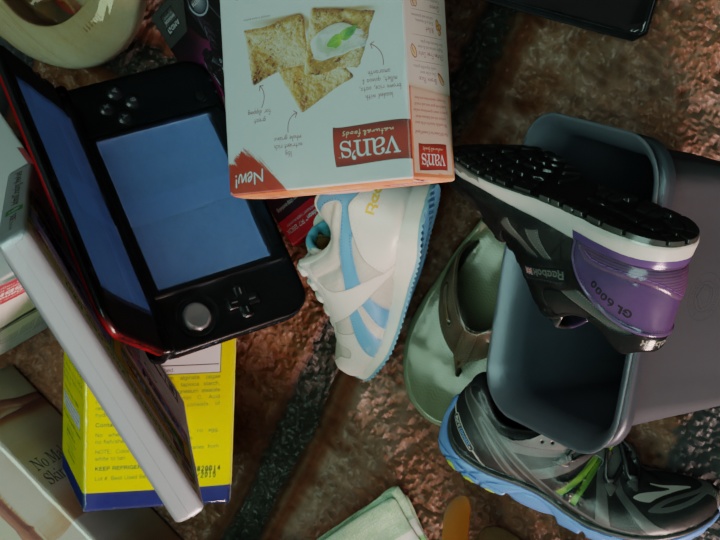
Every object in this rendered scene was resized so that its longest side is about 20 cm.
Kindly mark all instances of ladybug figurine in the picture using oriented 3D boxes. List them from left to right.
[{"bbox_3d":[-0.229,-0.237,1.178,0.136,0.072,0.200,-40,86,20],"label":"ladybug figurine"}]

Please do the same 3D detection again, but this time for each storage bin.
[{"bbox_3d":[0.175,0.005,1.048,0.145,0.134,0.201,23,109,52],"label":"storage bin"}]

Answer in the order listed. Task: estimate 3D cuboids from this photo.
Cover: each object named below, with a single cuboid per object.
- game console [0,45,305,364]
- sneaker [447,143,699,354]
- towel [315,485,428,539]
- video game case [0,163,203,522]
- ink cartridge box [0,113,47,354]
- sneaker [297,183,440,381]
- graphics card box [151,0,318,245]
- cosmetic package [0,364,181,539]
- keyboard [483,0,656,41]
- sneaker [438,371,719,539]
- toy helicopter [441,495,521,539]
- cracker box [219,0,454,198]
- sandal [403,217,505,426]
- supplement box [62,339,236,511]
[{"bbox_3d":[-0.131,-0.054,1.039,0.201,0.172,0.119,66,154,13],"label":"game console"},{"bbox_3d":[0.110,-0.013,0.966,0.200,0.075,0.088,35,124,49],"label":"sneaker"},{"bbox_3d":[0.025,0.276,1.152,0.201,0.152,0.023,58,151,1],"label":"towel"},{"bbox_3d":[-0.161,0.039,1.000,0.022,0.182,0.201,-30,109,-1],"label":"video game case"},{"bbox_3d":[-0.285,-0.028,1.162,0.147,0.083,0.200,54,154,7],"label":"ink cartridge box"},{"bbox_3d":[0.000,0.000,1.103,0.080,0.077,0.200,17,141,4],"label":"sneaker"},{"bbox_3d":[-0.053,-0.130,1.124,0.125,0.051,0.201,-33,87,50],"label":"graphics card box"},{"bbox_3d":[-0.246,0.178,1.239,0.200,0.103,0.087,44,108,5],"label":"cosmetic package"},{"bbox_3d":[0.110,-0.237,1.066,0.199,0.021,0.128,16,99,-3],"label":"keyboard"},{"bbox_3d":[0.153,0.128,1.100,0.199,0.071,0.083,22,114,5],"label":"sneaker"},{"bbox_3d":[0.099,0.234,1.080,0.132,0.200,0.079,41,110,-10],"label":"toy helicopter"},{"bbox_3d":[-0.017,-0.148,0.985,0.133,0.058,0.201,-4,89,32],"label":"cracker box"},{"bbox_3d":[0.085,0.017,1.124,0.080,0.057,0.202,29,107,12],"label":"sandal"},{"bbox_3d":[-0.154,0.059,1.163,0.108,0.109,0.201,0,101,-19],"label":"supplement box"}]
